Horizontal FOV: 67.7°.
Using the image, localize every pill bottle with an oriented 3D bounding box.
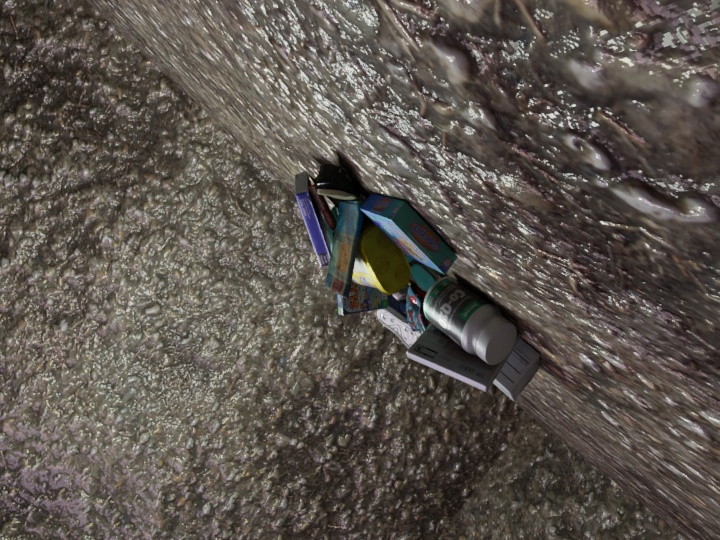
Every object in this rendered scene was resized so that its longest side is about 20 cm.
[{"bbox_3d":[0.234,0.106,1.155,0.113,0.114,0.199,42,178,-43],"label":"pill bottle"}]

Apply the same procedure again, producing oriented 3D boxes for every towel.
[{"bbox_3d":[-0.037,-0.054,1.187,0.021,0.208,0.146,9,-176,-21],"label":"towel"}]

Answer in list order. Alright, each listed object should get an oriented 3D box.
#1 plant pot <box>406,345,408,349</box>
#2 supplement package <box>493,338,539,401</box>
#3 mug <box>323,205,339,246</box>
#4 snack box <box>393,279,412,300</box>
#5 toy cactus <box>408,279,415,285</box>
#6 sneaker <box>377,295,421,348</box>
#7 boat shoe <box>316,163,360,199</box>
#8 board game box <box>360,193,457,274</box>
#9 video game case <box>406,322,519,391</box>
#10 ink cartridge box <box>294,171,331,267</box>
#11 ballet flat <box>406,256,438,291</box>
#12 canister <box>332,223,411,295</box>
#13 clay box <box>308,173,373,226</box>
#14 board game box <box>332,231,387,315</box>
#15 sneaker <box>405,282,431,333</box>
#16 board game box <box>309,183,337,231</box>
[{"bbox_3d":[0.248,0.180,1.580,0.199,0.203,0.178,41,162,-19],"label":"plant pot"},{"bbox_3d":[0.346,0.215,1.313,0.155,0.112,0.200,40,178,26],"label":"supplement package"},{"bbox_3d":[-0.056,-0.112,1.567,0.113,0.154,0.185,38,178,2],"label":"mug"},{"bbox_3d":[0.142,0.043,1.551,0.072,0.025,0.197,43,-152,26],"label":"snack box"},{"bbox_3d":[0.086,-0.039,1.450,0.167,0.101,0.201,55,179,-38],"label":"toy cactus"},{"bbox_3d":[0.151,0.133,1.524,0.197,0.082,0.146,37,-138,9],"label":"sneaker"},{"bbox_3d":[-0.041,-0.184,1.144,0.071,0.066,0.201,5,-177,14],"label":"boat shoe"},{"bbox_3d":[0.089,-0.076,1.046,0.152,0.045,0.200,43,178,-21],"label":"board game box"},{"bbox_3d":[0.229,0.167,1.191,0.195,0.181,0.023,18,131,32],"label":"video game case"},{"bbox_3d":[-0.114,-0.118,1.322,0.202,0.039,0.205,-106,-2,-63],"label":"ink cartridge box"},{"bbox_3d":[0.119,-0.029,1.289,0.200,0.066,0.065,46,-154,-27],"label":"ballet flat"},{"bbox_3d":[0.019,-0.031,1.238,0.152,0.085,0.199,61,162,-16],"label":"canister"},{"bbox_3d":[-0.045,-0.180,1.373,0.115,0.048,0.200,44,179,46],"label":"clay box"},{"bbox_3d":[0.000,0.000,1.361,0.131,0.209,0.034,-7,-174,-26],"label":"board game box"},{"bbox_3d":[0.161,0.124,1.355,0.076,0.098,0.202,10,-149,-15],"label":"sneaker"},{"bbox_3d":[-0.087,-0.153,1.338,0.106,0.019,0.200,63,-178,-1],"label":"board game box"}]
